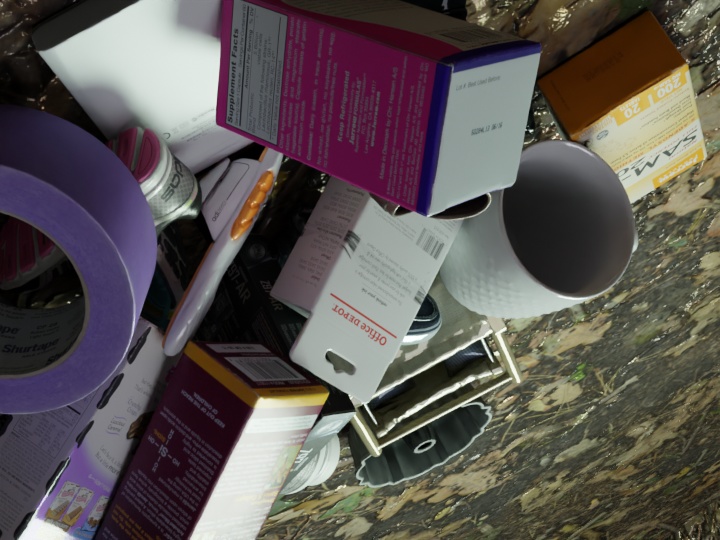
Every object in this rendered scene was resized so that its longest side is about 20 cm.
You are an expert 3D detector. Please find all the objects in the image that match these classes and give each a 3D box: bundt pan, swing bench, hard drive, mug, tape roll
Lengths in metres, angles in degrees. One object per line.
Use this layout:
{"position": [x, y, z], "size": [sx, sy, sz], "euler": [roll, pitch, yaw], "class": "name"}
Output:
{"position": [0.070, 0.199, 1.566], "size": [0.199, 0.076, 0.203], "euler": [-21, 151, -12], "class": "bundt pan"}
{"position": [0.053, 0.079, 1.296], "size": [0.197, 0.131, 0.200], "euler": [-28, 152, 1], "class": "swing bench"}
{"position": [-0.136, -0.140, 0.872], "size": [0.131, 0.027, 0.200], "euler": [-28, 153, 0], "class": "hard drive"}
{"position": [0.173, -0.027, 1.146], "size": [0.197, 0.150, 0.175], "euler": [1, 167, -24], "class": "mug"}
{"position": [-0.245, -0.005, 0.826], "size": [0.197, 0.085, 0.202], "euler": [2, 121, 2], "class": "tape roll"}

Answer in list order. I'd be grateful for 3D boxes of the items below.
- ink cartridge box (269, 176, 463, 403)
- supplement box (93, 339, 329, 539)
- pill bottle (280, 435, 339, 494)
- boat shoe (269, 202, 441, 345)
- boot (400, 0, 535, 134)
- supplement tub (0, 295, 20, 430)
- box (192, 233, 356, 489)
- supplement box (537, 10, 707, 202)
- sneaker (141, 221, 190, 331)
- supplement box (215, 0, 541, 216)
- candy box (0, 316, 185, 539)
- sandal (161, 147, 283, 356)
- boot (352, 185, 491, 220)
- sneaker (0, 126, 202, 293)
{"position": [0.000, 0.000, 1.052], "size": [0.115, 0.066, 0.202], "euler": [35, 80, -41], "class": "ink cartridge box"}
{"position": [-0.124, 0.165, 0.990], "size": [0.110, 0.085, 0.202], "euler": [7, 113, -59], "class": "supplement box"}
{"position": [-0.108, 0.198, 1.369], "size": [0.110, 0.112, 0.199], "euler": [-38, 150, 18], "class": "pill bottle"}
{"position": [0.007, 0.005, 1.140], "size": [0.198, 0.071, 0.091], "euler": [18, 130, -22], "class": "boat shoe"}
{"position": [0.074, -0.176, 0.849], "size": [0.075, 0.169, 0.201], "euler": [-18, 150, -18], "class": "boot"}
{"position": [-0.306, 0.096, 1.008], "size": [0.121, 0.123, 0.200], "euler": [-28, 152, 2], "class": "supplement tub"}
{"position": [-0.104, 0.093, 1.101], "size": [0.043, 0.201, 0.161], "euler": [-2, 143, -45], "class": "box"}
{"position": [0.261, -0.146, 1.167], "size": [0.125, 0.074, 0.200], "euler": [-32, 152, 9], "class": "supplement box"}
{"position": [-0.187, 0.010, 1.032], "size": [0.078, 0.078, 0.201], "euler": [-10, 148, -9], "class": "sneaker"}
{"position": [0.005, -0.124, 0.801], "size": [0.101, 0.199, 0.105], "euler": [-20, 128, -45], "class": "supplement box"}
{"position": [-0.216, 0.140, 0.998], "size": [0.202, 0.071, 0.168], "euler": [-59, 155, -11], "class": "candy box"}
{"position": [-0.123, -0.034, 0.958], "size": [0.209, 0.059, 0.079], "euler": [-63, 180, -19], "class": "sandal"}
{"position": [0.068, -0.109, 0.976], "size": [0.198, 0.147, 0.071], "euler": [-14, 148, -25], "class": "boot"}
{"position": [-0.199, -0.031, 0.915], "size": [0.199, 0.075, 0.087], "euler": [-31, 141, 25], "class": "sneaker"}
